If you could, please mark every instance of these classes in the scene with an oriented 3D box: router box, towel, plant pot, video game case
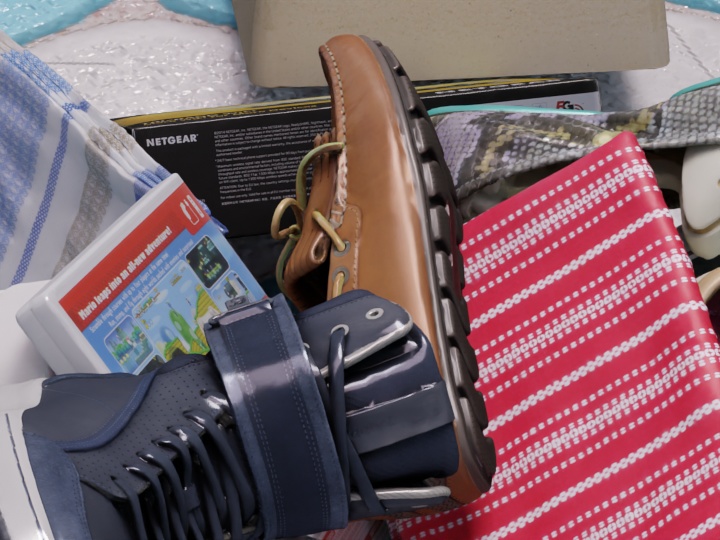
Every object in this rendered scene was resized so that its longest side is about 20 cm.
[{"bbox_3d":[-0.008,-0.050,1.172,0.199,0.053,0.157,-7,5,-10],"label":"router box"},{"bbox_3d":[-0.143,-0.009,1.108,0.024,0.147,0.200,1,29,-47],"label":"towel"},{"bbox_3d":[0.066,0.057,0.976,0.144,0.022,0.201,-29,52,17],"label":"towel"},{"bbox_3d":[0.035,-0.208,1.298,0.199,0.178,0.200,-4,23,-5],"label":"plant pot"},{"bbox_3d":[-0.035,0.069,0.969,0.017,0.200,0.143,-33,7,23],"label":"video game case"}]

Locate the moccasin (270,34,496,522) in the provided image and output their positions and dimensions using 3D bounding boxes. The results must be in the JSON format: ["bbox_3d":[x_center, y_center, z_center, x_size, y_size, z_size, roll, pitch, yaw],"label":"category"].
[{"bbox_3d":[0.000,0.001,0.997,0.077,0.074,0.202,-13,64,11],"label":"moccasin"}]

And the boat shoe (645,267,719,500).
[{"bbox_3d":[0.120,0.090,0.979,0.073,0.069,0.201,9,71,-3],"label":"boat shoe"}]

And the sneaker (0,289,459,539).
[{"bbox_3d":[-0.040,0.061,0.799,0.145,0.077,0.202,-10,14,-3],"label":"sneaker"}]

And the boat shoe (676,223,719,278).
[{"bbox_3d":[0.109,0.037,1.064,0.199,0.069,0.057,-25,46,-18],"label":"boat shoe"}]

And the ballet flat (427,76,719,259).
[{"bbox_3d":[0.115,-0.034,1.054,0.199,0.072,0.072,-6,36,14],"label":"ballet flat"}]

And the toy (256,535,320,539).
[{"bbox_3d":[-0.068,0.133,0.787,0.115,0.047,0.200,7,20,37],"label":"toy"}]

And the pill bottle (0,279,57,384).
[{"bbox_3d":[-0.183,0.067,0.983,0.199,0.114,0.114,-12,35,16],"label":"pill bottle"}]
